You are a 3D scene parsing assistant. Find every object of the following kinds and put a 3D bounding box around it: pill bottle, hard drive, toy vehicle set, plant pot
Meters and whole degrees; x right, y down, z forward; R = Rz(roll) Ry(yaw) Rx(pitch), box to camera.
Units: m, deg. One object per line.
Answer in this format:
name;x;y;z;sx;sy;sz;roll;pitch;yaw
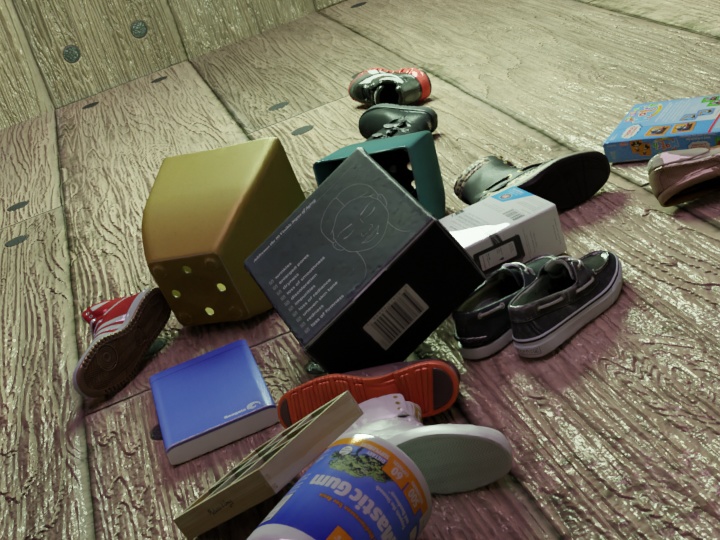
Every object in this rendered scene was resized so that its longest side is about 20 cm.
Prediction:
pill bottle;-0.032;0.235;0.988;0.111;0.113;0.200;-1;28;35
hard drive;-0.177;0.150;1.408;0.130;0.026;0.200;-22;23;-8
toy vehicle set;-0.090;0.188;1.133;0.124;0.027;0.200;-38;0;-39
plant pot;-0.188;-0.034;1.639;0.193;0.196;0.201;-8;36;24
plant pot;0.045;-0.120;1.683;0.139;0.143;0.200;-8;17;22

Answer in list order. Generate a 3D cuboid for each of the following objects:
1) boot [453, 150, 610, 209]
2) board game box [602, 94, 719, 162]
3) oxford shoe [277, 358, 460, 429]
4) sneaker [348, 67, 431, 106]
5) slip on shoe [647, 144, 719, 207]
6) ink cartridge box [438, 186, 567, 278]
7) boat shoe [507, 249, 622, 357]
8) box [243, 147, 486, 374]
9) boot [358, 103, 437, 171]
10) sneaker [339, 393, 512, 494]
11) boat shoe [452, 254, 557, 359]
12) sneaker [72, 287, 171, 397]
boot;0.232;-0.125;1.662;0.198;0.074;0.151;-28;23;-7
board game box;0.465;-0.206;1.705;0.198;0.037;0.151;-1;28;35
oxford shoe;0.011;0.136;1.264;0.197;0.072;0.073;-9;4;11
sneaker;0.039;-0.348;2.311;0.199;0.072;0.098;7;31;43
slip on shoe;0.464;-0.125;1.500;0.197;0.076;0.061;-8;63;5
ink cartridge box;0.144;-0.028;1.507;0.198;0.069;0.116;-24;23;-14
boat shoe;0.232;0.019;1.328;0.071;0.072;0.200;1;29;40
box;0.000;0.000;1.350;0.200;0.124;0.197;-44;40;2
boot;0.022;-0.215;2.046;0.163;0.066;0.200;-3;31;36
sneaker;0.056;0.157;1.150;0.198;0.074;0.116;-10;27;23
boat shoe;0.175;0.026;1.371;0.075;0.061;0.200;1;30;38
sneaker;-0.343;0.101;1.592;0.111;0.072;0.200;-11;29;35
